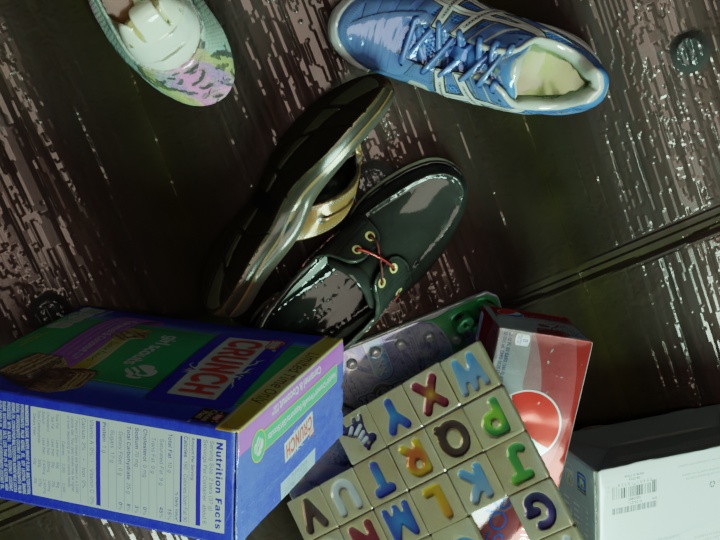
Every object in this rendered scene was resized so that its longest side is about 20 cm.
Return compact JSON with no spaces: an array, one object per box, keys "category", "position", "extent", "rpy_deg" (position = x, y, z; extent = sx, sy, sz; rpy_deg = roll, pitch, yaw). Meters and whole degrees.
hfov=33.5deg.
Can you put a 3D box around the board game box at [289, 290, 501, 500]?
[{"category":"board game box","position":[0.043,0.142,0.900],"extent":[0.199,0.026,0.200],"rpy_deg":[-22,105,-1]}]

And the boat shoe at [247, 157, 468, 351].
[{"category":"boat shoe","position":[0.002,0.002,0.844],"extent":[0.201,0.063,0.074],"rpy_deg":[-43,102,2]}]

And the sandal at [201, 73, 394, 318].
[{"category":"sandal","position":[-0.036,-0.047,0.821],"extent":[0.055,0.082,0.200],"rpy_deg":[29,97,-29]}]

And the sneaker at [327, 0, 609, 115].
[{"category":"sneaker","position":[0.077,-0.151,0.808],"extent":[0.199,0.077,0.076],"rpy_deg":[9,104,-8]}]

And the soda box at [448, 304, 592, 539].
[{"category":"soda box","position":[0.103,0.130,0.841],"extent":[0.070,0.063,0.201],"rpy_deg":[9,102,-8]}]

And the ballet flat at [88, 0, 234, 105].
[{"category":"ballet flat","position":[-0.150,-0.190,0.773],"extent":[0.069,0.071,0.200],"rpy_deg":[-31,105,0]}]

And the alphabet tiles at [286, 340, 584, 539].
[{"category":"alphabet tiles","position":[0.042,0.166,0.824],"extent":[0.200,0.008,0.167],"rpy_deg":[-33,78,28]}]

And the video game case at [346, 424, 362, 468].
[{"category":"video game case","position":[0.067,0.200,0.894],"extent":[0.142,0.019,0.201],"rpy_deg":[-6,103,-6]}]

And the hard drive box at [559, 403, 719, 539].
[{"category":"hard drive box","position":[0.228,0.216,0.901],"extent":[0.155,0.077,0.201],"rpy_deg":[-7,104,-17]}]

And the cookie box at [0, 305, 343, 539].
[{"category":"cookie box","position":[-0.131,0.088,0.756],"extent":[0.199,0.171,0.075],"rpy_deg":[7,106,18]}]
